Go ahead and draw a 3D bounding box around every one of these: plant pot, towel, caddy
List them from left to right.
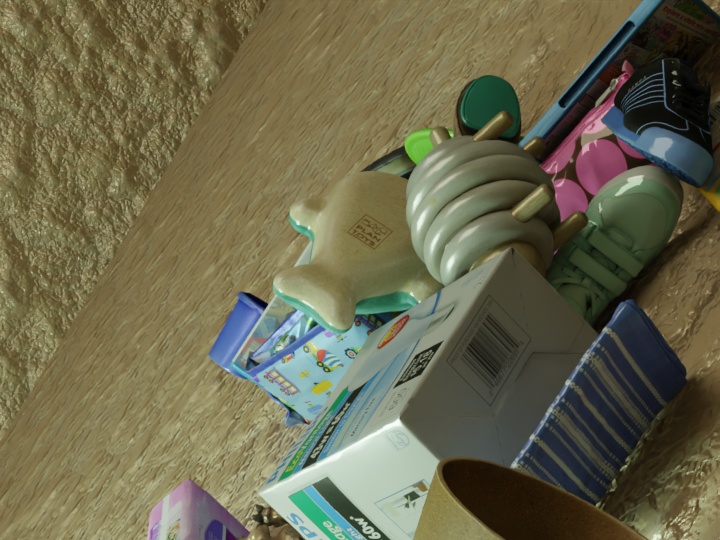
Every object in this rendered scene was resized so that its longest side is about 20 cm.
[{"bbox_3d":[-0.080,0.080,1.877,0.105,0.141,0.200,-57,-2,-1],"label":"caddy"},{"bbox_3d":[0.087,0.246,1.067,0.201,0.185,0.186,-64,14,11],"label":"plant pot"},{"bbox_3d":[0.153,0.126,1.202,0.024,0.145,0.201,30,82,32],"label":"towel"}]

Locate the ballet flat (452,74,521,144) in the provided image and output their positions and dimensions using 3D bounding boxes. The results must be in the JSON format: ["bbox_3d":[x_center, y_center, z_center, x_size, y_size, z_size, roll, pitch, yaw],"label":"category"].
[{"bbox_3d":[0.107,-0.102,1.579,0.201,0.068,0.068,-80,13,-52],"label":"ballet flat"}]

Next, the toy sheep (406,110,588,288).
[{"bbox_3d":[0.101,-0.049,1.423,0.138,0.137,0.201,-46,41,24],"label":"toy sheep"}]

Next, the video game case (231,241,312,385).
[{"bbox_3d":[-0.018,0.052,1.768,0.201,0.143,0.018,-57,0,-12],"label":"video game case"}]

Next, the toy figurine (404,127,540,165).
[{"bbox_3d":[0.100,-0.025,1.684,0.199,0.149,0.185,-5,61,57],"label":"toy figurine"}]

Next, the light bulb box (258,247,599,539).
[{"bbox_3d":[0.058,0.118,1.328,0.200,0.125,0.199,-34,15,49],"label":"light bulb box"}]

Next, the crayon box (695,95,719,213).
[{"bbox_3d":[0.314,-0.092,1.316,0.126,0.051,0.200,-51,15,12],"label":"crayon box"}]

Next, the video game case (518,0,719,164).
[{"bbox_3d":[0.240,-0.168,1.579,0.200,0.018,0.143,-49,-28,14],"label":"video game case"}]

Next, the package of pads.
[{"bbox_3d":[-0.148,0.298,1.681,0.076,0.120,0.200,-44,17,11],"label":"package of pads"}]

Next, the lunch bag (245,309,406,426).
[{"bbox_3d":[-0.009,0.100,1.647,0.200,0.150,0.094,-40,20,37],"label":"lunch bag"}]

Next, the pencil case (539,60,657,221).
[{"bbox_3d":[0.204,-0.085,1.538,0.200,0.093,0.091,-48,16,21],"label":"pencil case"}]

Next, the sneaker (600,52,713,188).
[{"bbox_3d":[0.242,-0.125,1.368,0.078,0.070,0.200,-56,14,10],"label":"sneaker"}]

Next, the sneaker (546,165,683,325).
[{"bbox_3d":[0.189,0.012,1.408,0.201,0.073,0.119,-51,10,34],"label":"sneaker"}]

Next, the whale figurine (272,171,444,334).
[{"bbox_3d":[0.000,0.000,1.494,0.200,0.158,0.104,-44,-19,-47],"label":"whale figurine"}]

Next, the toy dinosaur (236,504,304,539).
[{"bbox_3d":[-0.045,0.250,1.575,0.135,0.086,0.200,-24,20,46],"label":"toy dinosaur"}]

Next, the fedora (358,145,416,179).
[{"bbox_3d":[0.049,-0.055,1.863,0.200,0.092,0.201,-29,-15,-9],"label":"fedora"}]
